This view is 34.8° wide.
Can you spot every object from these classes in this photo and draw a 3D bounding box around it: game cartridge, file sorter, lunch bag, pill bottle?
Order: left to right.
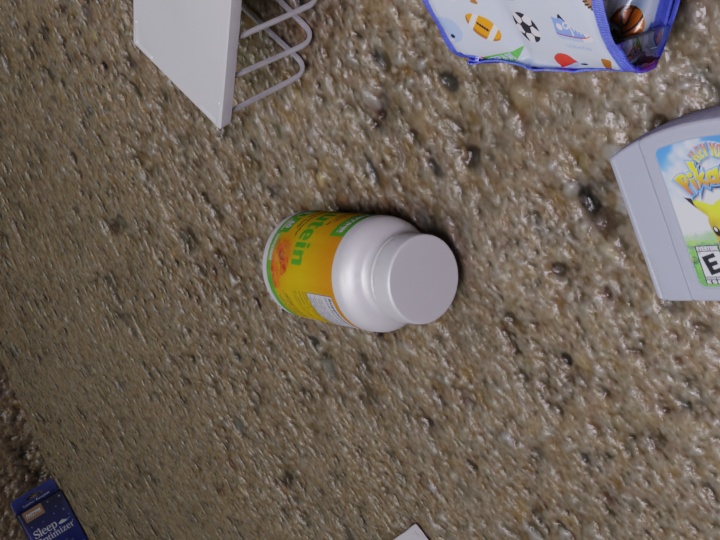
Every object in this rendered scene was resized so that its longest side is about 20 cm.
[{"bbox_3d":[-0.117,-0.263,1.048,0.139,0.124,0.200,45,148,22],"label":"file sorter"},{"bbox_3d":[0.000,0.000,1.115,0.200,0.111,0.112,8,122,54],"label":"pill bottle"},{"bbox_3d":[0.115,-0.228,0.731,0.170,0.123,0.201,16,121,49],"label":"lunch bag"},{"bbox_3d":[0.256,-0.044,0.764,0.200,0.040,0.134,-3,109,57],"label":"game cartridge"}]

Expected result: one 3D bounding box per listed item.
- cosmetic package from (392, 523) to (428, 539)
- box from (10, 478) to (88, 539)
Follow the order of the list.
[{"bbox_3d":[0.026,0.405,1.435,0.081,0.113,0.200,50,150,16],"label":"cosmetic package"},{"bbox_3d":[-0.754,0.623,2.801,0.032,0.121,0.201,-16,102,60],"label":"box"}]
